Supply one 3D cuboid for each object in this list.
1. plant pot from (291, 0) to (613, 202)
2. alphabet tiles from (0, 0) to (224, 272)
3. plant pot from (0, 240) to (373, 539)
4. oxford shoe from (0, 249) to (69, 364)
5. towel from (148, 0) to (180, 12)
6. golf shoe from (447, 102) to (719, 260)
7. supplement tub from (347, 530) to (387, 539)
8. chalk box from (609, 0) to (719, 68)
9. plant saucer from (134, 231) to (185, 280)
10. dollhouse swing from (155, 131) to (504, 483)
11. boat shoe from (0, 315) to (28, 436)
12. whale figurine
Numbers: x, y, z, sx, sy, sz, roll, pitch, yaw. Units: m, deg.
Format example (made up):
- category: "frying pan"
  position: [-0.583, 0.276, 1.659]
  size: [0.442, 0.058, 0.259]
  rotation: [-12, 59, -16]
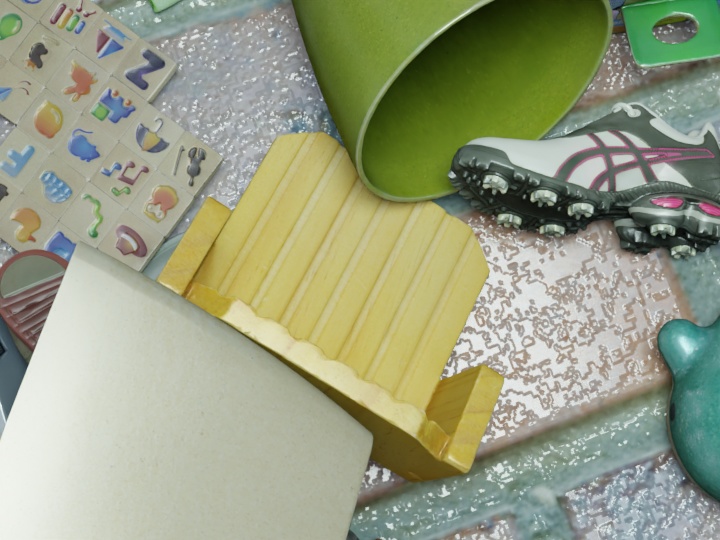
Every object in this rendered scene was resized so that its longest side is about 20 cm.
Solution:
- category: "plant pot"
  position: [0.030, -0.181, 0.923]
  size: [0.186, 0.187, 0.201]
  rotation: [-31, 63, -4]
- category: "alphabet tiles"
  position: [-0.199, -0.092, 0.974]
  size: [0.199, 0.008, 0.168]
  rotation: [35, 83, 10]
- category: "plant pot"
  position: [-0.103, 0.133, 0.754]
  size: [0.175, 0.200, 0.202]
  rotation: [20, 69, -7]
- category: "oxford shoe"
  position: [-0.158, 0.078, 0.904]
  size: [0.070, 0.075, 0.201]
  rotation: [-30, 75, -19]
- category: "towel"
  position: [-0.087, -0.284, 0.965]
  size: [0.199, 0.031, 0.150]
  rotation: [-31, 111, -2]
- category: "golf shoe"
  position: [0.149, -0.067, 0.937]
  size: [0.198, 0.077, 0.089]
  rotation: [11, 73, -19]
- category: "supplement tub"
  position: [-0.073, 0.215, 0.879]
  size: [0.197, 0.123, 0.124]
  rotation: [0, 82, 1]
- category: "chalk box"
  position: [0.191, -0.230, 0.944]
  size: [0.123, 0.124, 0.202]
  rotation: [-9, 83, -2]
- category: "plant saucer"
  position: [-0.081, 0.063, 0.938]
  size: [0.198, 0.050, 0.203]
  rotation: [0, 82, 0]
- category: "dollhouse swing"
  position: [0.000, 0.000, 0.860]
  size: [0.199, 0.182, 0.177]
  rotation: [32, 75, -5]
- category: "boat shoe"
  position: [-0.263, 0.074, 0.916]
  size: [0.085, 0.075, 0.204]
  rotation: [-20, 106, 15]
- category: "whale figurine"
  position: [0.269, 0.055, 0.909]
  size: [0.157, 0.104, 0.202]
  rotation: [13, 82, 3]
